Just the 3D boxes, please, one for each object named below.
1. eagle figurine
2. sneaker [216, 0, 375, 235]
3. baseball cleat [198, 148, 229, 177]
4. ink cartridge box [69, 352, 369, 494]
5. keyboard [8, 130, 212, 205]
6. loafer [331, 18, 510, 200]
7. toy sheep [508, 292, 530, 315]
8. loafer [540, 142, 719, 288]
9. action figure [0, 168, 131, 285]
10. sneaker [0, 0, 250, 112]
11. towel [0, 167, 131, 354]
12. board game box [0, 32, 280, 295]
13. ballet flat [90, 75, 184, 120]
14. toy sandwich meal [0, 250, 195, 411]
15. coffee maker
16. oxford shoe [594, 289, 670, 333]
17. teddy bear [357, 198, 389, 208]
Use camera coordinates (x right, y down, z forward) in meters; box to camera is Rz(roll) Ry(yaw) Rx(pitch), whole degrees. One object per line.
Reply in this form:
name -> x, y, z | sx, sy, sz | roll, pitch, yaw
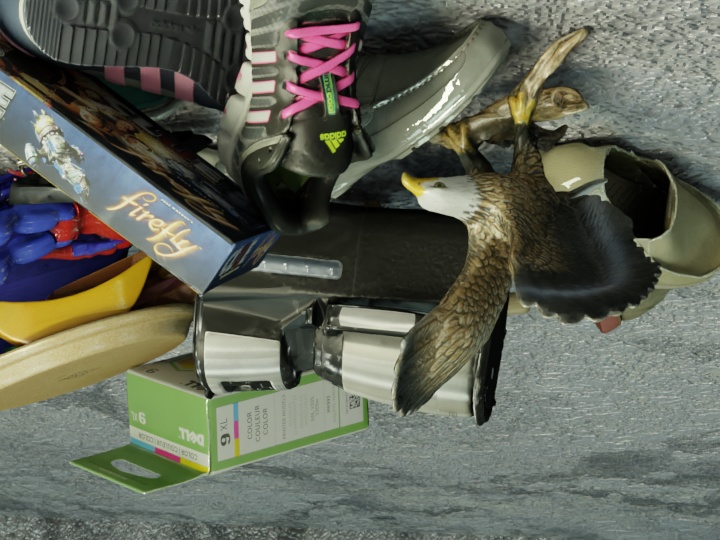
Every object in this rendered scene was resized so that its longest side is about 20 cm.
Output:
eagle figurine -> 0.084, -0.015, 1.014 | 0.149, 0.201, 0.152 | -2, 147, -5
sneaker -> -0.025, -0.096, 0.929 | 0.073, 0.088, 0.201 | -9, 141, -26
baseball cleat -> -0.101, -0.031, 1.299 | 0.105, 0.070, 0.200 | 6, 164, -10
ink cartridge box -> -0.100, 0.097, 1.260 | 0.199, 0.060, 0.103 | -13, -163, -38
keyboard -> -0.167, -0.078, 1.111 | 0.103, 0.040, 0.200 | -2, -168, 11
loafer -> 0.004, -0.099, 1.051 | 0.199, 0.070, 0.070 | -30, 104, 37
toy sheep -> 0.037, 0.033, 1.404 | 0.198, 0.139, 0.138 | -10, 165, -8
loafer -> 0.198, -0.036, 1.220 | 0.199, 0.076, 0.068 | 16, 165, -38
action figure -> -0.206, -0.031, 1.162 | 0.199, 0.066, 0.052 | -19, -142, -41
sneaker -> -0.114, -0.134, 0.988 | 0.199, 0.071, 0.082 | 15, -178, -39
towel -> -0.237, 0.003, 1.270 | 0.147, 0.050, 0.201 | -16, 143, -36
board game box -> -0.140, -0.067, 0.963 | 0.199, 0.035, 0.135 | 37, -170, 3
ballet flat -> -0.192, -0.110, 1.071 | 0.198, 0.070, 0.069 | -2, 163, 11
toy sandwich meal -> -0.199, 0.037, 1.214 | 0.204, 0.071, 0.205 | -20, 173, -3
coffee maker -> 0.000, 0.000, 1.172 | 0.198, 0.193, 0.135 | 7, 147, 8
oxford shoe -> 0.207, -0.012, 1.355 | 0.074, 0.071, 0.200 | -21, 164, 0
teddy bear -> 0.000, 0.007, 1.278 | 0.199, 0.145, 0.067 | 16, 153, 39
